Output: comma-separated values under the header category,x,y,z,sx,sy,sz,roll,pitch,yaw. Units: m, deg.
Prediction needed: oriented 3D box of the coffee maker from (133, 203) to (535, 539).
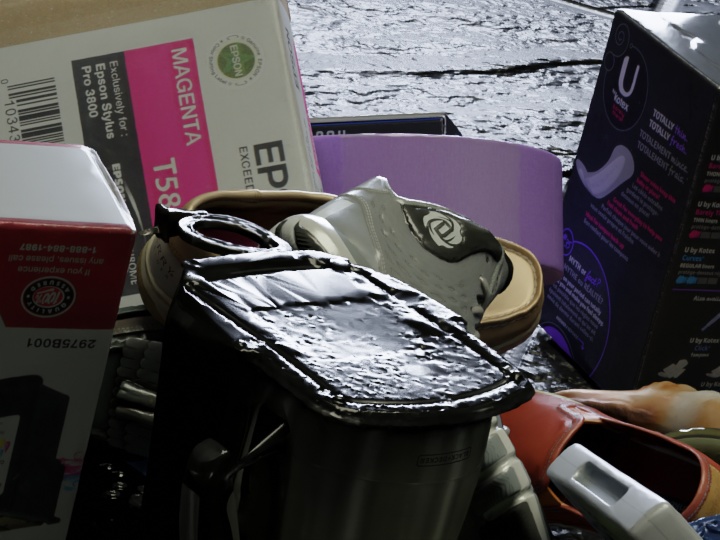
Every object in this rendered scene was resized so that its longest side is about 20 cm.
category,x,y,z,sx,sy,sz,roll,pitch,yaw
coffee maker,-0.029,0.104,1.103,0.135,0.200,0.192,6,22,-17

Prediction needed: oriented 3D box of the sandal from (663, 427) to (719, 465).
category,x,y,z,sx,sy,sz,roll,pitch,yaw
sandal,0.206,0.137,1.325,0.201,0.080,0.057,24,51,35

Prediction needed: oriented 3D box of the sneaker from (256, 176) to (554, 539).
category,x,y,z,sx,sy,sz,roll,pitch,yaw
sneaker,0.047,0.043,1.192,0.115,0.075,0.200,-38,97,-45

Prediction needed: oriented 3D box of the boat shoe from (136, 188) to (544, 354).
category,x,y,z,sx,sy,sz,roll,pitch,yaw
boat shoe,0.000,0.000,1.263,0.200,0.069,0.074,2,60,-20

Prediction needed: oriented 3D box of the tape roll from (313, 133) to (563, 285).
category,x,y,z,sx,sy,sz,roll,pitch,yaw
tape roll,0.010,-0.026,1.479,0.200,0.066,0.200,0,-8,0

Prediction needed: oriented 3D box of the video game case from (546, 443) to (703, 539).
category,x,y,z,sx,sy,sz,roll,pitch,yaw
video game case,0.160,0.158,1.084,0.200,0.023,0.182,48,-2,-6

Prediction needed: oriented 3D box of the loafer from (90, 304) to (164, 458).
category,x,y,z,sx,sy,sz,roll,pitch,yaw
loafer,-0.053,0.061,1.274,0.200,0.072,0.063,6,23,-11

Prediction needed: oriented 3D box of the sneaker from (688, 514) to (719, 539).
category,x,y,z,sx,sy,sz,roll,pitch,yaw
sneaker,0.100,0.164,1.219,0.200,0.078,0.070,-7,37,5

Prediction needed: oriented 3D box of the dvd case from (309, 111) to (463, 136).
category,x,y,z,sx,sy,sz,roll,pitch,yaw
dvd case,-0.037,-0.062,1.553,0.200,0.025,0.150,-1,-8,11

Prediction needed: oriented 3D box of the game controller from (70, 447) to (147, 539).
category,x,y,z,sx,sy,sz,roll,pitch,yaw
game controller,-0.051,0.104,1.297,0.200,0.042,0.104,-4,29,-38

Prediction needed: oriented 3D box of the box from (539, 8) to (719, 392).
category,x,y,z,sx,sy,sz,roll,pitch,yaw
box,0.190,-0.033,1.544,0.106,0.200,0.122,1,27,-27

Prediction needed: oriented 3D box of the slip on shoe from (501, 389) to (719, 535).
category,x,y,z,sx,sy,sz,roll,pitch,yaw
slip on shoe,0.099,0.093,1.330,0.200,0.074,0.061,17,-19,34

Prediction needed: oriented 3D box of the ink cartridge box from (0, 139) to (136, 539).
category,x,y,z,sx,sy,sz,roll,pitch,yaw
ink cartridge box,-0.189,0.048,1.145,0.146,0.200,0.083,2,28,-24

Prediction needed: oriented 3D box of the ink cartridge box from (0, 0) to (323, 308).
category,x,y,z,sx,sy,sz,roll,pitch,yaw
ink cartridge box,-0.103,-0.044,1.353,0.165,0.200,0.075,-12,-14,1

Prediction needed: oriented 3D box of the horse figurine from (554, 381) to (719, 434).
category,x,y,z,sx,sy,sz,roll,pitch,yaw
horse figurine,0.195,0.092,1.420,0.132,0.050,0.200,16,5,-31
